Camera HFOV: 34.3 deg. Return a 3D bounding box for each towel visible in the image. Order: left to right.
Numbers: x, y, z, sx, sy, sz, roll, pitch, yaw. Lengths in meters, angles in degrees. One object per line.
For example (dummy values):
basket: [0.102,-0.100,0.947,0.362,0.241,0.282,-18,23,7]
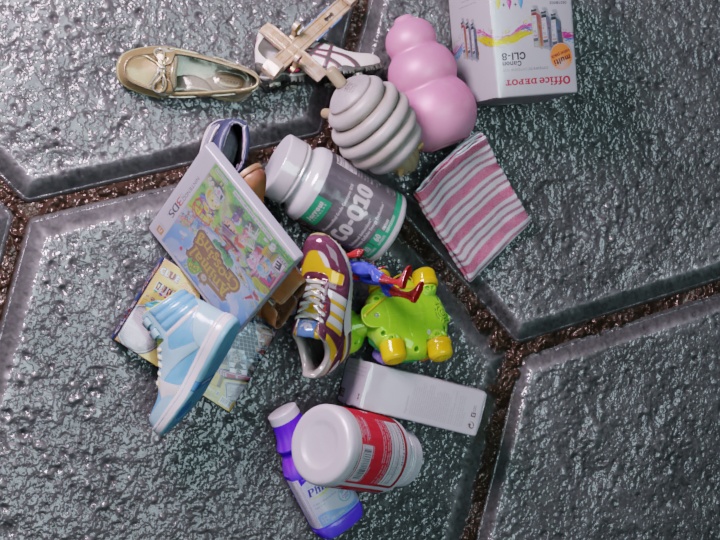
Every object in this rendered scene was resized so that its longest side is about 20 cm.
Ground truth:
towel: [0.176,-0.095,1.786,0.146,0.030,0.201,-43,124,-12]

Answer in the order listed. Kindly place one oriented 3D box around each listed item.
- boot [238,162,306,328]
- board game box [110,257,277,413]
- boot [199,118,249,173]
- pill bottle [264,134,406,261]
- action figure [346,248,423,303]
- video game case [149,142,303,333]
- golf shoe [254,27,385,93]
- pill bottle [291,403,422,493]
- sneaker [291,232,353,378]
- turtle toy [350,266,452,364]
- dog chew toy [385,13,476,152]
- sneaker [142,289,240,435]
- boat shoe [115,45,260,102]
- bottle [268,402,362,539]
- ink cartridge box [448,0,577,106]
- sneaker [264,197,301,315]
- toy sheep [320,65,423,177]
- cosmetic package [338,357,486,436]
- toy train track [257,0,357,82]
boot: [-0.130,-0.032,1.600,0.154,0.202,0.073,42,43,24]
board game box: [-0.236,0.092,1.664,0.199,0.035,0.137,35,80,-18]
boot: [-0.205,-0.116,1.638,0.072,0.090,0.204,9,90,-21]
pill bottle: [-0.041,-0.106,1.690,0.198,0.113,0.114,28,82,-19]
action figure: [0.000,0.000,1.676,0.065,0.198,0.052,43,65,-48]
video game case: [-0.186,-0.040,1.580,0.201,0.182,0.022,50,39,9]
golf shoe: [-0.058,-0.312,1.699,0.197,0.077,0.090,-6,85,-22]
pill bottle: [0.002,0.259,1.667,0.199,0.111,0.114,21,84,-51]
sneaker: [-0.057,0.051,1.632,0.090,0.074,0.203,-35,123,-58]
turtle toy: [0.041,0.080,1.731,0.197,0.101,0.148,-2,67,-20]
dog chew toy: [0.097,-0.282,1.736,0.123,0.124,0.203,-19,91,-19]
sneaker: [-0.263,0.116,1.605,0.130,0.079,0.202,34,101,8]
boat shoe: [-0.241,-0.275,1.634,0.198,0.063,0.075,8,89,-21]
bottle: [-0.071,0.292,1.716,0.083,0.065,0.202,-31,102,-24]
ink cartridge box: [0.229,-0.355,1.767,0.143,0.144,0.204,-7,95,-20]
sneaker: [-0.136,-0.029,1.684,0.072,0.072,0.203,-21,92,14]
toy sheep: [0.014,-0.211,1.657,0.200,0.137,0.139,42,78,-26]
cosmetic package: [0.077,0.188,1.752,0.197,0.101,0.075,17,85,-22]
toy train track: [-0.068,-0.344,1.662,0.114,0.033,0.200,39,60,6]
